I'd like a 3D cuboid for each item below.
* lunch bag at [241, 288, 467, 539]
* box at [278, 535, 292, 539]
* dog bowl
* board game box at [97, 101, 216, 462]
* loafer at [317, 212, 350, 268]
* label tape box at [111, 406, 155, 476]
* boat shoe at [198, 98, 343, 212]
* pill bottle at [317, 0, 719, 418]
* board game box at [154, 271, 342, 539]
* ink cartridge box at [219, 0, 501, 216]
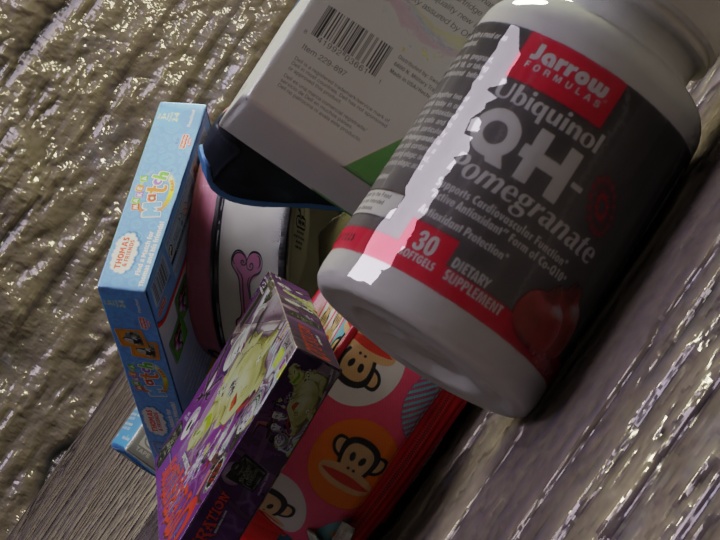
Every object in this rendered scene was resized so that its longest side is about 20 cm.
[{"bbox_3d":[-0.008,0.067,1.304,0.176,0.082,0.200,-56,7,4],"label":"lunch bag"},{"bbox_3d":[-0.080,0.172,1.493,0.137,0.038,0.200,-53,7,17],"label":"box"},{"bbox_3d":[-0.055,-0.023,1.684,0.200,0.074,0.201,6,-90,-76],"label":"dog bowl"},{"bbox_3d":[-0.115,0.014,1.680,0.200,0.036,0.152,78,-158,-51],"label":"board game box"},{"bbox_3d":[0.000,0.000,1.625,0.200,0.068,0.076,-59,8,-29],"label":"loafer"},{"bbox_3d":[-0.117,0.079,2.111,0.200,0.066,0.143,-54,7,-7],"label":"label tape box"},{"bbox_3d":[0.005,-0.074,1.562,0.199,0.084,0.069,-9,-36,-30],"label":"boat shoe"},{"bbox_3d":[0.077,-0.047,1.119,0.200,0.111,0.111,-57,7,-10],"label":"pill bottle"},{"bbox_3d":[-0.058,0.072,1.246,0.120,0.032,0.200,-63,9,6],"label":"board game box"},{"bbox_3d":[0.035,-0.131,1.497,0.200,0.145,0.087,-59,7,-15],"label":"ink cartridge box"}]
